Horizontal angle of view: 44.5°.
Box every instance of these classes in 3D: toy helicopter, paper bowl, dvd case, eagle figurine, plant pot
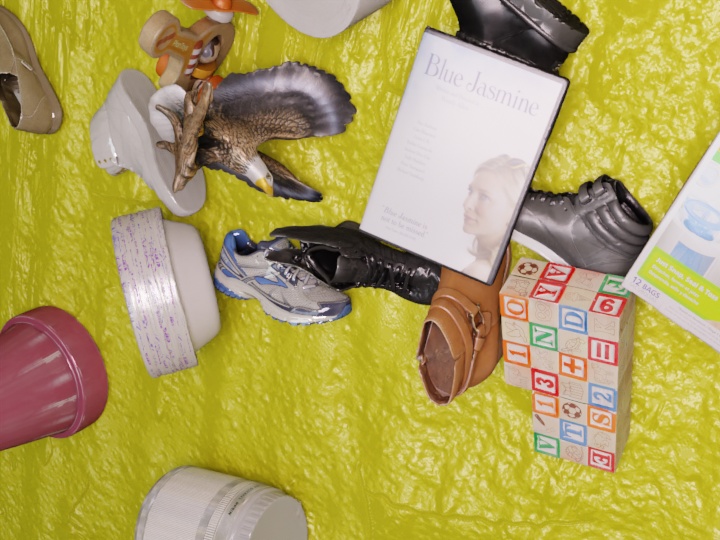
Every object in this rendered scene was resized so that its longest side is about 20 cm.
[{"bbox_3d":[-0.179,-0.249,0.948,0.079,0.200,0.133,39,100,4],"label":"toy helicopter"},{"bbox_3d":[-0.235,0.023,1.094,0.200,0.102,0.205,166,90,-79],"label":"paper bowl"},{"bbox_3d":[0.093,-0.104,0.818,0.140,0.018,0.204,22,106,11],"label":"dvd case"},{"bbox_3d":[-0.119,-0.138,0.955,0.150,0.198,0.154,-10,94,44],"label":"eagle figurine"},{"bbox_3d":[-0.508,0.176,1.312,0.197,0.178,0.204,12,113,28],"label":"plant pot"}]

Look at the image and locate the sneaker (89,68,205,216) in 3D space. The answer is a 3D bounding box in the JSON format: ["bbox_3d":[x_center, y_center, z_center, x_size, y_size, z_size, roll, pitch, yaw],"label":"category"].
[{"bbox_3d":[-0.275,-0.139,1.124,0.115,0.073,0.203,-36,77,38],"label":"sneaker"}]

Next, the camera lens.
[{"bbox_3d":[-0.190,0.356,1.179,0.197,0.159,0.164,5,109,31],"label":"camera lens"}]

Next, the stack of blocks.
[{"bbox_3d":[0.203,0.095,0.862,0.113,0.059,0.203,12,130,29],"label":"stack of blocks"}]

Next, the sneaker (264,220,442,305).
[{"bbox_3d":[0.001,-0.003,0.967,0.197,0.104,0.061,27,119,22],"label":"sneaker"}]

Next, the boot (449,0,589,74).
[{"bbox_3d":[0.097,-0.221,0.845,0.211,0.079,0.159,44,124,12],"label":"boot"}]

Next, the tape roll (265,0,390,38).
[{"bbox_3d":[-0.045,-0.336,0.855,0.201,0.070,0.205,38,149,28],"label":"tape roll"}]

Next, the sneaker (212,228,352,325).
[{"bbox_3d":[-0.096,0.004,1.052,0.197,0.077,0.087,18,112,26],"label":"sneaker"}]

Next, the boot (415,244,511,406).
[{"bbox_3d":[0.097,0.022,0.883,0.073,0.154,0.204,-10,101,34],"label":"boot"}]

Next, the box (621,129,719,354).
[{"bbox_3d":[0.326,-0.050,0.743,0.112,0.101,0.202,35,122,17],"label":"box"}]

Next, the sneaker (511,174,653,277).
[{"bbox_3d":[0.192,-0.066,0.848,0.199,0.071,0.100,36,120,10],"label":"sneaker"}]

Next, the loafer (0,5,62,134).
[{"bbox_3d":[-0.481,-0.277,1.206,0.076,0.067,0.202,-35,86,36],"label":"loafer"}]
